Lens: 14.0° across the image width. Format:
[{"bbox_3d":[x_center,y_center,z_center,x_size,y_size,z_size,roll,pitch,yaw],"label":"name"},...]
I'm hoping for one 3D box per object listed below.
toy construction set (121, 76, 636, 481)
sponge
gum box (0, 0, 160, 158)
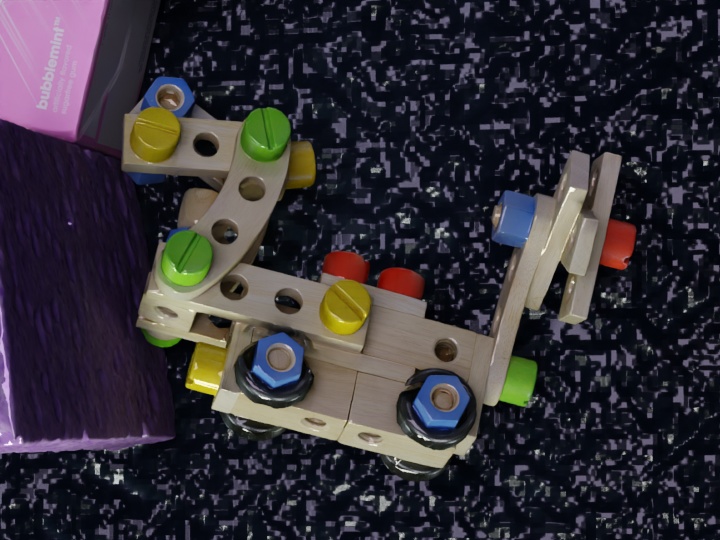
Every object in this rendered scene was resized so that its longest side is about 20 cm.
[{"bbox_3d":[0.000,0.000,1.087,0.199,0.092,0.132,8,64,7],"label":"toy construction set"},{"bbox_3d":[-0.111,0.009,1.050,0.030,0.200,0.112,-10,85,11],"label":"sponge"},{"bbox_3d":[-0.130,-0.154,1.134,0.113,0.066,0.201,13,89,13],"label":"gum box"}]
